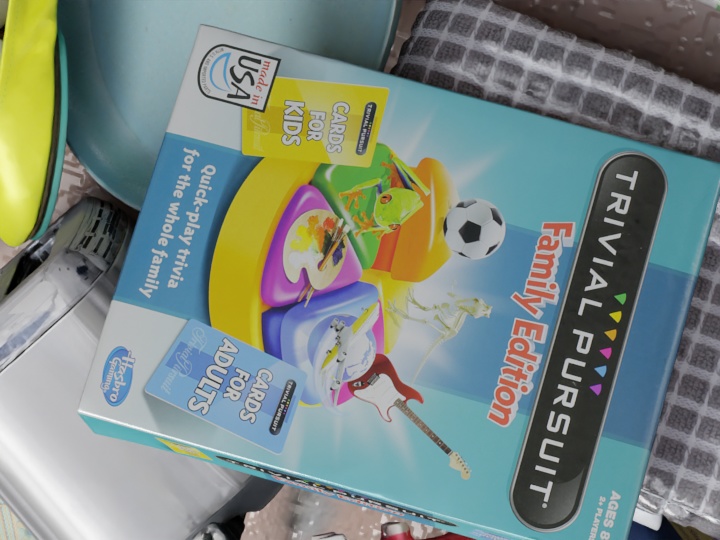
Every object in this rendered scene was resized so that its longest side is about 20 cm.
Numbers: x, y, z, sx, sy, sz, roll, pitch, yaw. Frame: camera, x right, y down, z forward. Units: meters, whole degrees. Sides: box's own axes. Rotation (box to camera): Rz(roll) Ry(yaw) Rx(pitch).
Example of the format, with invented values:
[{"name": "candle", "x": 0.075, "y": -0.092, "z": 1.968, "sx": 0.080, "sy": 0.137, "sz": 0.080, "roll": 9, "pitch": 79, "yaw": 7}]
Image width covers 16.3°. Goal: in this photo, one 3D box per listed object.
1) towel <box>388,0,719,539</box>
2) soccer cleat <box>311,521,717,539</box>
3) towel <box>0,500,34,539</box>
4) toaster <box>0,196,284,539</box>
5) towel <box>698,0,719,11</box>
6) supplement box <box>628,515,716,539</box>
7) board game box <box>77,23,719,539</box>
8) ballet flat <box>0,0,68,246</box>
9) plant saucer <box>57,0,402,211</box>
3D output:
[{"name": "towel", "x": 0.087, "y": -0.002, "z": 0.974, "sx": 0.200, "sy": 0.086, "sz": 0.166, "roll": 21, "pitch": 76, "yaw": 7}, {"name": "soccer cleat", "x": 0.071, "y": 0.136, "z": 1.054, "sx": 0.199, "sy": 0.067, "sz": 0.077, "roll": -6, "pitch": 89, "yaw": -6}, {"name": "towel", "x": -0.169, "y": 0.155, "z": 1.178, "sx": 0.146, "sy": 0.022, "sz": 0.201, "roll": -4, "pitch": 105, "yaw": 17}, {"name": "toaster", "x": -0.104, "y": 0.053, "z": 1.027, "sx": 0.114, "sy": 0.200, "sz": 0.129, "roll": -41, "pitch": 101, "yaw": 7}, {"name": "towel", "x": 0.234, "y": -0.132, "z": 0.969, "sx": 0.200, "sy": 0.023, "sz": 0.153, "roll": 26, "pitch": 112, "yaw": 7}, {"name": "supplement box", "x": 0.142, "y": 0.233, "z": 0.999, "sx": 0.200, "sy": 0.134, "sz": 0.200, "roll": 30, "pitch": 101, "yaw": -19}, {"name": "board game box", "x": 0.016, "y": 0.010, "z": 0.909, "sx": 0.200, "sy": 0.047, "sz": 0.151, "roll": 15, "pitch": 78, "yaw": 6}, {"name": "ballet flat", "x": -0.150, "y": -0.112, "z": 1.026, "sx": 0.067, "sy": 0.067, "sz": 0.201, "roll": 7, "pitch": 97, "yaw": -29}, {"name": "plant saucer", "x": -0.056, "y": -0.119, "z": 1.014, "sx": 0.200, "sy": 0.027, "sz": 0.201, "roll": 0, "pitch": 89, "yaw": 39}]
